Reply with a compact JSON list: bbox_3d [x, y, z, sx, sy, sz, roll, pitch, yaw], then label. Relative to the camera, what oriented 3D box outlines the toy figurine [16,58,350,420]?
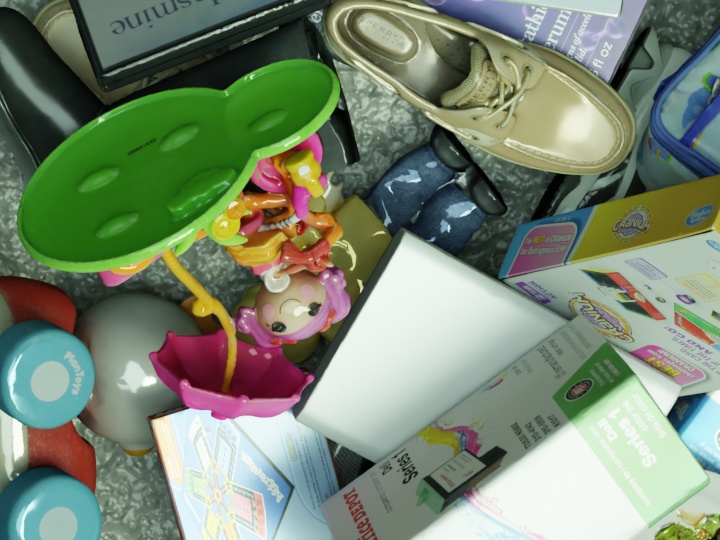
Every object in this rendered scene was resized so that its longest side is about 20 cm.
[{"bbox_3d":[-0.070,-0.001,1.578,0.200,0.150,0.184,-28,126,-2],"label":"toy figurine"}]

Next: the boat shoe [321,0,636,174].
[{"bbox_3d":[0.068,-0.106,1.588,0.200,0.065,0.071,23,101,-5],"label":"boat shoe"}]

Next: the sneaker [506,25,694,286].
[{"bbox_3d":[0.164,-0.045,1.702,0.088,0.074,0.200,31,100,-4],"label":"sneaker"}]

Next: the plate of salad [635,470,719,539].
[{"bbox_3d":[0.171,0.211,1.676,0.200,0.048,0.200,-12,124,-18],"label":"plate of salad"}]

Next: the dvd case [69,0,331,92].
[{"bbox_3d":[-0.113,-0.199,1.617,0.142,0.200,0.018,-21,140,-3],"label":"dvd case"}]

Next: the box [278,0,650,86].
[{"bbox_3d":[0.068,-0.174,1.661,0.200,0.104,0.148,23,101,-5],"label":"box"}]

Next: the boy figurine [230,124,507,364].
[{"bbox_3d":[0.000,0.000,1.715,0.200,0.064,0.124,-41,99,8],"label":"boy figurine"}]

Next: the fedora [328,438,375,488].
[{"bbox_3d":[0.066,0.127,1.726,0.200,0.090,0.177,-42,100,4],"label":"fedora"}]

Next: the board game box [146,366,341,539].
[{"bbox_3d":[-0.055,0.169,1.661,0.103,0.019,0.200,-17,100,-13],"label":"board game box"}]

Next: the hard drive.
[{"bbox_3d":[0.077,0.078,1.650,0.200,0.026,0.132,29,97,-13],"label":"hard drive"}]

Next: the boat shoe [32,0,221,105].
[{"bbox_3d":[-0.113,-0.111,1.691,0.200,0.065,0.072,28,100,-6],"label":"boat shoe"}]

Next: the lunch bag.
[{"bbox_3d":[0.271,-0.095,1.638,0.161,0.083,0.200,39,65,15],"label":"lunch bag"}]

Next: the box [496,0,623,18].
[{"bbox_3d":[0.061,-0.180,1.504,0.155,0.200,0.041,8,101,-2],"label":"box"}]

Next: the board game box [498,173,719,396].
[{"bbox_3d":[0.200,0.012,1.603,0.153,0.200,0.040,34,65,-26],"label":"board game box"}]

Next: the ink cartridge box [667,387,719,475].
[{"bbox_3d":[0.302,0.066,1.720,0.146,0.084,0.200,35,99,-6],"label":"ink cartridge box"}]

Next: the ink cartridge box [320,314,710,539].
[{"bbox_3d":[0.085,0.130,1.575,0.200,0.145,0.084,-36,106,1],"label":"ink cartridge box"}]

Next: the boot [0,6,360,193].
[{"bbox_3d":[-0.116,-0.108,1.617,0.200,0.066,0.165,-16,110,23],"label":"boot"}]

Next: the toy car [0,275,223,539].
[{"bbox_3d":[-0.162,0.084,1.701,0.200,0.184,0.177,-8,103,-28],"label":"toy car"}]
